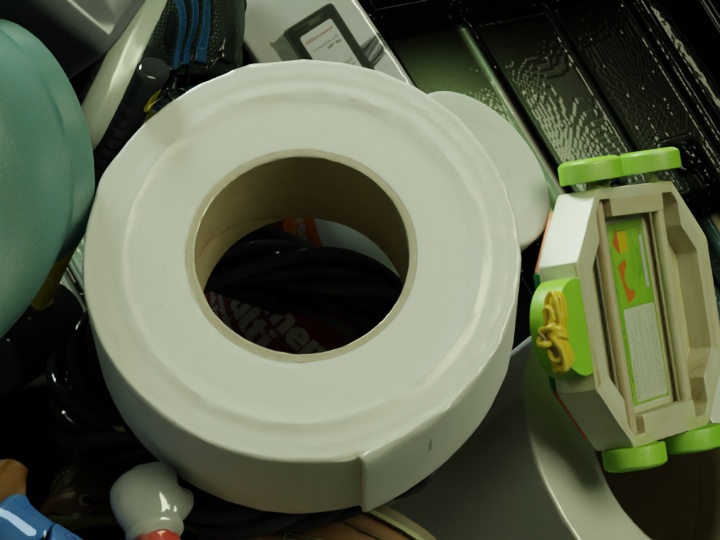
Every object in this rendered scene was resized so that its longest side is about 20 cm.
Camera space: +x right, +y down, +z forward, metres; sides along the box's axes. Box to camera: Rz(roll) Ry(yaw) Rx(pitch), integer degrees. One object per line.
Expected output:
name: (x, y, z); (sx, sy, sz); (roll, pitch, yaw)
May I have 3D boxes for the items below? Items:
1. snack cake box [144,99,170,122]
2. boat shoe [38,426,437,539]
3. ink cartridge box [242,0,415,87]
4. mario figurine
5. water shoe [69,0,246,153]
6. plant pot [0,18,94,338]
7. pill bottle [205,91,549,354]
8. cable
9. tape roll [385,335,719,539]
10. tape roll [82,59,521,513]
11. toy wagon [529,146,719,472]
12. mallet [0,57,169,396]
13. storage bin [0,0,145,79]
snack cake box: (-0.174, -0.136, 1.583); (0.199, 0.067, 0.115); (27, 45, -25)
boat shoe: (-0.057, 0.139, 1.425); (0.199, 0.072, 0.068); (13, 36, 15)
ink cartridge box: (-0.012, -0.104, 1.668); (0.200, 0.068, 0.116); (57, 0, 10)
mario figurine: (-0.098, 0.167, 1.373); (0.199, 0.124, 0.106); (31, 54, 1)
water shoe: (-0.094, -0.116, 1.533); (0.079, 0.071, 0.200); (40, 43, -16)
plant pot: (-0.206, -0.043, 1.356); (0.134, 0.200, 0.201); (-20, 73, -39)
pill bottle: (0.000, 0.000, 1.531); (0.109, 0.200, 0.110); (24, 45, -27)
cable: (-0.051, 0.052, 1.419); (0.199, 0.051, 0.163); (28, 57, 23)
tape roll: (0.122, 0.136, 1.585); (0.202, 0.139, 0.203); (24, 45, -27)
tape roll: (-0.026, 0.007, 1.374); (0.201, 0.071, 0.203); (0, 65, 0)
toy wagon: (0.127, 0.021, 1.487); (0.200, 0.039, 0.156); (-9, 90, -59)
mallet: (-0.140, -0.018, 1.421); (0.041, 0.200, 0.066); (36, 43, 9)
storage bin: (-0.156, -0.188, 1.474); (0.134, 0.145, 0.200); (41, 59, -15)
